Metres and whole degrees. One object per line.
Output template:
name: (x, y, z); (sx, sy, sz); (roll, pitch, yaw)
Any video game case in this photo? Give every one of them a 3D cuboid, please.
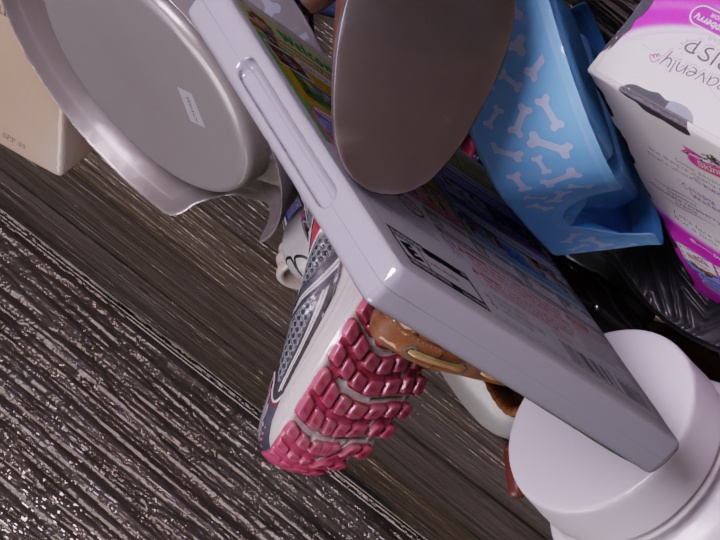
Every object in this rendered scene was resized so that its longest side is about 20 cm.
video game case: (0.030, -0.016, 1.024); (0.200, 0.022, 0.182); (31, -160, -46)

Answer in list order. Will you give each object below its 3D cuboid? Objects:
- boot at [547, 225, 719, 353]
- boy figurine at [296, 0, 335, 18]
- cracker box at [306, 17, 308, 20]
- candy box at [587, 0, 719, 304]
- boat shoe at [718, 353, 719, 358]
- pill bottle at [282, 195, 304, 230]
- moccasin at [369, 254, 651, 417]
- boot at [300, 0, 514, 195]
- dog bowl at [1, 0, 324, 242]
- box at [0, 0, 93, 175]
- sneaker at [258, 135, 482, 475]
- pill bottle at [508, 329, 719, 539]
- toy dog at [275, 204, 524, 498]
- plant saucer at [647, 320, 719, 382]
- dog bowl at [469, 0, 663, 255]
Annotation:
boot: (0.142, 0.002, 1.324); (0.165, 0.066, 0.200); (42, 169, 12)
boy figurine: (-0.053, -0.170, 1.246); (0.199, 0.065, 0.124); (32, 166, 34)
cracker box: (-0.097, -0.147, 1.514); (0.134, 0.058, 0.200); (38, 169, 9)
candy box: (0.185, -0.027, 1.062); (0.136, 0.061, 0.200); (33, 169, 31)
boat shoe: (0.261, 0.090, 1.308); (0.199, 0.065, 0.072); (34, 170, 22)
pill bottle: (0.018, -0.051, 1.376); (0.115, 0.116, 0.200); (37, 170, 2)
moccasin: (0.080, 0.038, 1.196); (0.201, 0.078, 0.074); (17, -150, -52)
boot: (-0.001, -0.116, 1.019); (0.064, 0.188, 0.200); (15, 173, -18)
dog bowl: (-0.091, -0.107, 1.252); (0.200, 0.059, 0.201); (38, 155, 21)
box: (-0.172, -0.162, 1.390); (0.095, 0.078, 0.201); (28, 138, 20)
sneaker: (0.000, 0.000, 1.199); (0.074, 0.201, 0.081); (16, 169, 35)
pill bottle: (0.158, 0.121, 1.181); (0.113, 0.114, 0.200); (26, 164, 49)
toy dog: (0.041, 0.047, 1.292); (0.199, 0.097, 0.132); (19, 159, -8)
plant saucer: (0.193, 0.103, 1.439); (0.200, 0.035, 0.201); (39, -148, -30)
dog bowl: (0.080, -0.068, 1.072); (0.200, 0.049, 0.112); (40, -147, -70)
